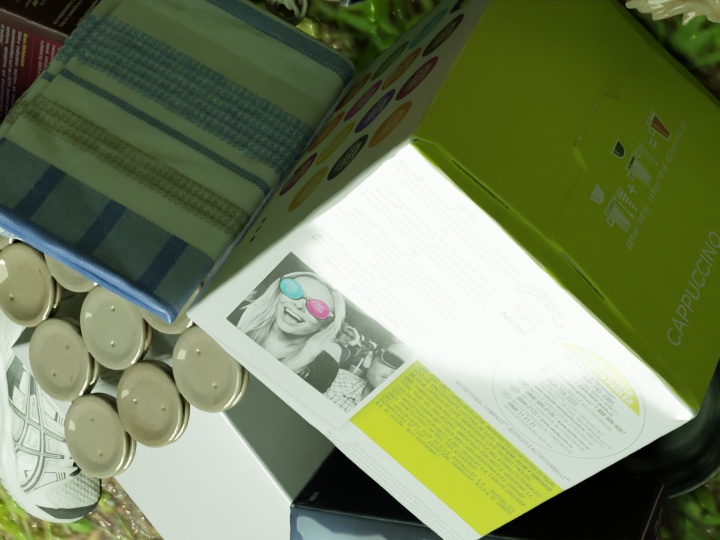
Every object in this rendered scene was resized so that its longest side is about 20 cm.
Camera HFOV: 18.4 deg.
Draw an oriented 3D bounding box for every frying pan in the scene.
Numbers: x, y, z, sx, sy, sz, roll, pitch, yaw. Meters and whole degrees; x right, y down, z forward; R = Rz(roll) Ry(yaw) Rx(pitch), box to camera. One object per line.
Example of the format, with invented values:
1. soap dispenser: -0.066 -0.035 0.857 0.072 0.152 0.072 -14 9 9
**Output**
1. frying pan: 0.161 0.114 1.309 0.114 0.031 0.192 9 111 1

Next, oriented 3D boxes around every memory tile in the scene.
1. memory tile: -0.149 0.009 1.274 0.153 0.017 0.201 -32 80 36

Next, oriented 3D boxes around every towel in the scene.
1. towel: -0.108 -0.076 1.194 0.146 0.201 0.024 28 149 10

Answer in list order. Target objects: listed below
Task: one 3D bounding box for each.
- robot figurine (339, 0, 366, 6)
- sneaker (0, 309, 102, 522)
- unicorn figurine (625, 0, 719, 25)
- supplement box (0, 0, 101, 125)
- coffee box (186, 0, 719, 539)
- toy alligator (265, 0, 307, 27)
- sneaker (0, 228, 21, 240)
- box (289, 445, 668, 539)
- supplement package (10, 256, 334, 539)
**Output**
1. robot figurine: 0.027 -0.206 1.040 0.198 0.058 0.146 -18 129 -12
2. sneaker: -0.200 0.095 1.488 0.087 0.076 0.201 4 131 24
3. unicorn figurine: 0.202 -0.189 1.045 0.136 0.074 0.200 18 149 -1
4. supplement box: -0.165 -0.113 1.297 0.199 0.061 0.109 23 135 8
5. coffee box: 0.072 -0.015 1.163 0.200 0.200 0.197 42 135 -12
6. toy alligator: -0.035 -0.192 1.165 0.059 0.054 0.201 22 135 9
7. sneaker: -0.196 -0.041 1.235 0.199 0.088 0.076 8 102 34
8. box: 0.064 0.219 1.277 0.198 0.123 0.200 6 107 14
9. supplement package: -0.095 0.072 1.382 0.119 0.122 0.201 -17 118 37
